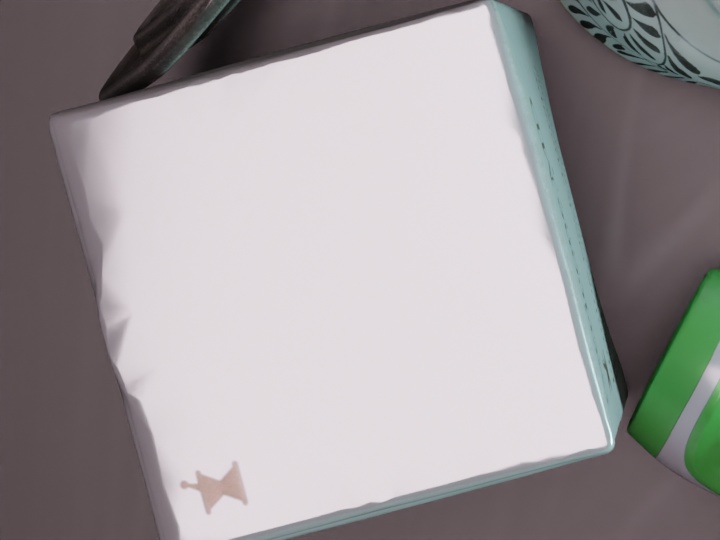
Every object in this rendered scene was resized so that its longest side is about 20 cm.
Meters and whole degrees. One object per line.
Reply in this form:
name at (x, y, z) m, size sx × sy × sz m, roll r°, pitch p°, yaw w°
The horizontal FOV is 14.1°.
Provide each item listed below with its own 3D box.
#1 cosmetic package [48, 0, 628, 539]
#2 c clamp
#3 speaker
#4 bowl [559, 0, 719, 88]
cosmetic package at (0.000, 0.000, 1.094) m, size 0.166 × 0.200 × 0.167 m, roll -15°, pitch 92°, yaw 7°
c clamp at (-0.040, -0.129, 1.077) m, size 0.027 × 0.200 × 0.171 m, roll 42°, pitch 84°, yaw -9°
speaker at (0.208, 0.076, 1.131) m, size 0.200 × 0.088 × 0.088 m, roll 27°, pitch 96°, yaw 5°
bowl at (0.162, -0.140, 1.080) m, size 0.201 × 0.094 × 0.201 m, roll -2°, pitch 118°, yaw -4°
